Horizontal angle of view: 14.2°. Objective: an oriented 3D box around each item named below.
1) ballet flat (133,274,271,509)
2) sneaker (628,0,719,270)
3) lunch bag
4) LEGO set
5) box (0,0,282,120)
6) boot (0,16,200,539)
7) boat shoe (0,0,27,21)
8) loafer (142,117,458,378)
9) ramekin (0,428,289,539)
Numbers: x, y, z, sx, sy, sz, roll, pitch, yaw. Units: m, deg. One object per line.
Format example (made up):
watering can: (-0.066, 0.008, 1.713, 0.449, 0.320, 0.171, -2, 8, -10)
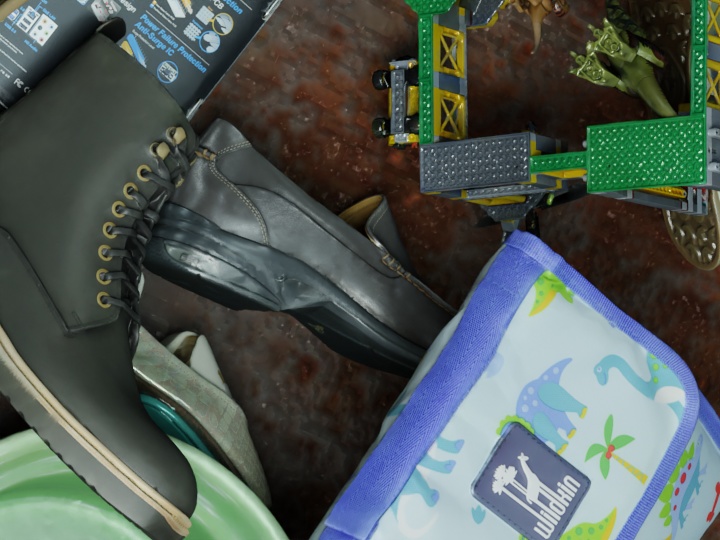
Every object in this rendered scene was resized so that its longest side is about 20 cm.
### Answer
ballet flat: (-0.099, 0.035, 1.263, 0.200, 0.067, 0.063, 45, 59, -22)
sneaker: (0.180, -0.107, 1.344, 0.089, 0.067, 0.202, -14, 104, -24)
lunch bag: (0.062, 0.097, 1.214, 0.171, 0.127, 0.200, -58, 145, -13)
LEGO set: (0.116, -0.086, 1.276, 0.116, 0.199, 0.155, 9, 72, -55)
box: (-0.130, -0.151, 1.230, 0.200, 0.046, 0.159, 39, 84, -20)
boot: (-0.096, -0.001, 1.159, 0.138, 0.078, 0.200, -40, 70, -7)
boat shoe: (-0.139, -0.145, 1.166, 0.074, 0.066, 0.200, 43, 81, -19)
loafer: (0.000, 0.000, 1.287, 0.199, 0.073, 0.073, 25, 80, -29)
ramekin: (-0.125, 0.168, 1.221, 0.199, 0.098, 0.202, 4, 80, -22)
